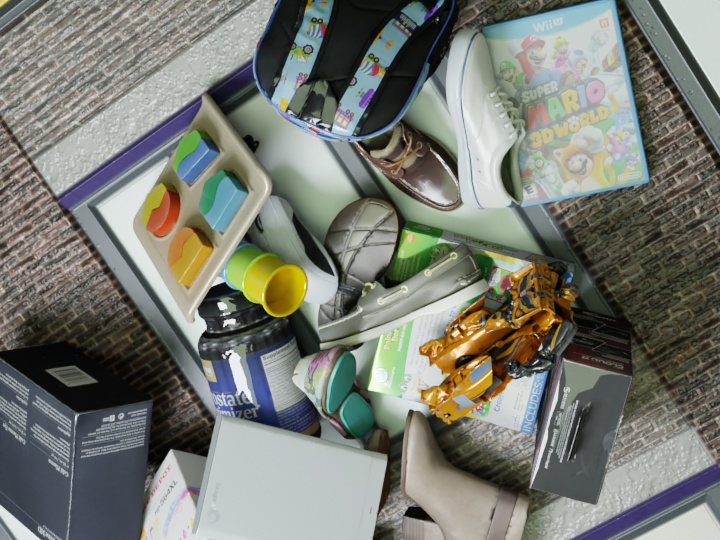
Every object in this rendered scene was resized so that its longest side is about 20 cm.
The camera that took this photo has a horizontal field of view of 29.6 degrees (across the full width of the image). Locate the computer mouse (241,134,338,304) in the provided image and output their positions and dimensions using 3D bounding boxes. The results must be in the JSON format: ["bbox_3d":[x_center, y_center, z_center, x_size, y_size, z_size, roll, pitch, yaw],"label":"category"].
[{"bbox_3d":[-0.099,-0.044,1.519,0.200,0.044,0.110,52,130,6],"label":"computer mouse"}]

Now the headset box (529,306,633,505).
[{"bbox_3d":[0.235,0.143,1.449,0.077,0.200,0.149,14,108,7],"label":"headset box"}]

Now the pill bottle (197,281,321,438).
[{"bbox_3d":[-0.122,0.113,1.562,0.111,0.112,0.201,-13,102,15],"label":"pill bottle"}]

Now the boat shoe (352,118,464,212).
[{"bbox_3d":[0.034,-0.133,1.482,0.200,0.072,0.072,45,109,-3],"label":"boat shoe"}]

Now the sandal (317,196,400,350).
[{"bbox_3d":[0.000,0.000,1.541,0.081,0.055,0.201,17,122,13],"label":"sandal"}]

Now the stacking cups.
[{"bbox_3d":[-0.137,-0.014,1.507,0.200,0.060,0.061,31,116,46],"label":"stacking cups"}]

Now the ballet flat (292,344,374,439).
[{"bbox_3d":[-0.035,0.130,1.522,0.071,0.200,0.069,27,72,23],"label":"ballet flat"}]

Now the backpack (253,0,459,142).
[{"bbox_3d":[-0.014,-0.216,1.393,0.182,0.135,0.201,23,72,2],"label":"backpack"}]

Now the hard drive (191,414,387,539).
[{"bbox_3d":[-0.075,0.246,1.505,0.199,0.026,0.132,16,75,-19],"label":"hard drive"}]

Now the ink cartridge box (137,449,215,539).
[{"bbox_3d":[-0.179,0.313,1.587,0.125,0.200,0.129,20,112,-34],"label":"ink cartridge box"}]

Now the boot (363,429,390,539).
[{"bbox_3d":[-0.042,0.276,1.618,0.146,0.070,0.201,7,98,19],"label":"boot"}]

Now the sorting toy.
[{"bbox_3d":[-0.184,-0.072,1.504,0.036,0.185,0.200,13,118,-39],"label":"sorting toy"}]

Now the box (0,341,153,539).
[{"bbox_3d":[-0.344,0.205,1.590,0.200,0.104,0.183,25,113,43],"label":"box"}]

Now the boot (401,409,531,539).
[{"bbox_3d":[0.122,0.257,1.562,0.146,0.070,0.201,7,120,16],"label":"boot"}]

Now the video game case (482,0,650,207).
[{"bbox_3d":[0.220,-0.178,1.460,0.143,0.018,0.201,-11,103,15],"label":"video game case"}]

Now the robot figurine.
[{"bbox_3d":[0.147,0.070,1.437,0.058,0.145,0.200,33,123,-26],"label":"robot figurine"}]

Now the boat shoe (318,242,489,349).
[{"bbox_3d":[0.039,0.032,1.486,0.201,0.072,0.060,-23,90,18],"label":"boat shoe"}]

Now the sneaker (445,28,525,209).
[{"bbox_3d":[0.140,-0.159,1.444,0.071,0.073,0.201,6,121,30],"label":"sneaker"}]

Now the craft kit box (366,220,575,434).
[{"bbox_3d":[0.122,0.065,1.535,0.197,0.049,0.201,14,107,5],"label":"craft kit box"}]
